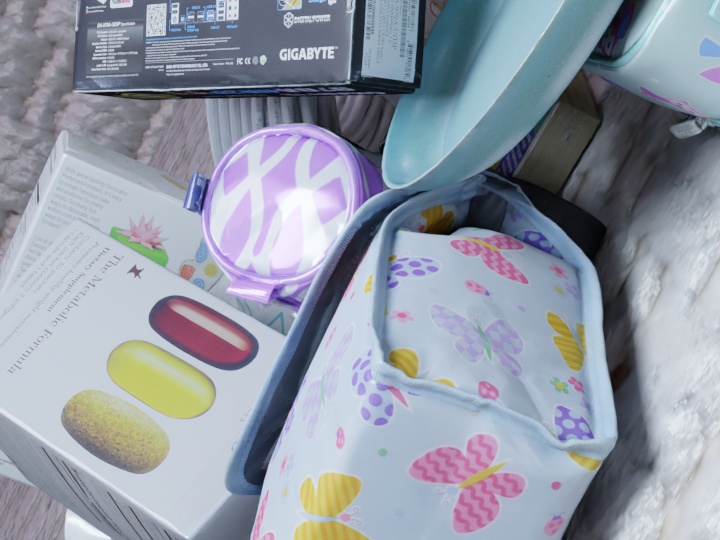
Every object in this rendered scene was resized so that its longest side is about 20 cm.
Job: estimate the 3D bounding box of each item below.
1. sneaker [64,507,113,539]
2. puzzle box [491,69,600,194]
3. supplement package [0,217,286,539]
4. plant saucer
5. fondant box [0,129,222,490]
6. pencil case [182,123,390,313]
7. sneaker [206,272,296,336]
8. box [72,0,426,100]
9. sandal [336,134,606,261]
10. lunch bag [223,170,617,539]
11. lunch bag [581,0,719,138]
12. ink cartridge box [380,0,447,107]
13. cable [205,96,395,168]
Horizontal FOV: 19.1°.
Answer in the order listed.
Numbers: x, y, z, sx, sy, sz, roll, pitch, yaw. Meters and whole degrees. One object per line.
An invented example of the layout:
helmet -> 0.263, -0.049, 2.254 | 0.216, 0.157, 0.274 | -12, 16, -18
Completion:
sneaker -> -0.081, 0.146, 1.126 | 0.200, 0.146, 0.081 | -58, 14, 32
puzzle box -> 0.077, -0.065, 1.170 | 0.133, 0.025, 0.200 | -60, 13, 21
supplement package -> -0.094, 0.078, 1.067 | 0.200, 0.110, 0.114 | 27, 68, 38
plant saucer -> 0.073, -0.114, 0.873 | 0.200, 0.027, 0.200 | -55, 14, 20
fondant box -> -0.152, 0.038, 1.281 | 0.201, 0.144, 0.058 | -63, 15, 14
pencil case -> 0.000, 0.000, 1.005 | 0.200, 0.084, 0.086 | 33, -118, -59
sneaker -> -0.035, 0.004, 1.107 | 0.070, 0.080, 0.200 | -39, -16, -25
box -> -0.053, -0.159, 0.970 | 0.200, 0.046, 0.160 | 3, 90, 46
sandal -> 0.054, -0.042, 1.041 | 0.200, 0.076, 0.043 | 19, 81, 54
lunch bag -> 0.020, 0.067, 0.895 | 0.200, 0.127, 0.170 | -80, 13, -61
lunch bag -> 0.160, -0.150, 0.854 | 0.201, 0.077, 0.160 | -64, 13, 5
ink cartridge box -> 0.034, -0.169, 1.047 | 0.176, 0.200, 0.045 | -34, 31, 39
cable -> -0.021, -0.119, 1.188 | 0.200, 0.069, 0.201 | -10, -73, -69
